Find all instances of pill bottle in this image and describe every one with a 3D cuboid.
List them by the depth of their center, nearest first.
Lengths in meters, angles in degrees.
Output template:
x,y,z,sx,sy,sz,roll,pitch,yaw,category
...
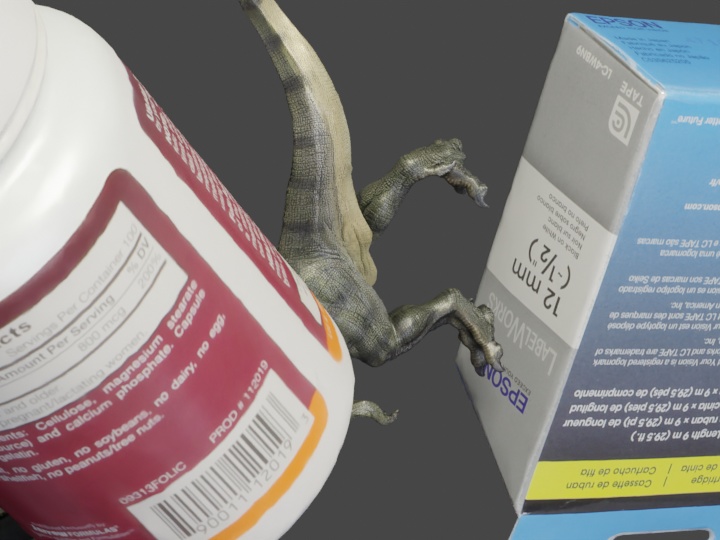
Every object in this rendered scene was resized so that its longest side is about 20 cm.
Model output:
x,y,z,sx,sy,sz,roll,pitch,yaw,category
-0.094,-0.003,0.855,0.114,0.114,0.200,-42,133,-4,pill bottle

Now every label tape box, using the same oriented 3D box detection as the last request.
x,y,z,sx,sy,sz,roll,pitch,yaw,category
0.112,0.015,1.048,0.143,0.066,0.201,0,121,-35,label tape box

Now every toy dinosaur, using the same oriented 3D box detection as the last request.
x,y,z,sx,sy,sz,roll,pitch,yaw,category
0.000,0.000,0.973,0.088,0.047,0.201,-9,120,-23,toy dinosaur

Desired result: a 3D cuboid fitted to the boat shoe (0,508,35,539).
x,y,z,sx,sy,sz,roll,pitch,yaw,category
-0.119,0.125,0.954,0.200,0.068,0.072,-36,133,-8,boat shoe
